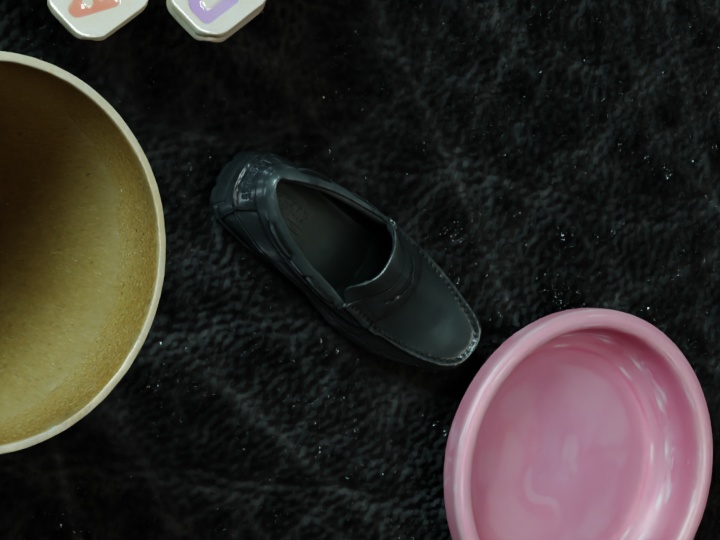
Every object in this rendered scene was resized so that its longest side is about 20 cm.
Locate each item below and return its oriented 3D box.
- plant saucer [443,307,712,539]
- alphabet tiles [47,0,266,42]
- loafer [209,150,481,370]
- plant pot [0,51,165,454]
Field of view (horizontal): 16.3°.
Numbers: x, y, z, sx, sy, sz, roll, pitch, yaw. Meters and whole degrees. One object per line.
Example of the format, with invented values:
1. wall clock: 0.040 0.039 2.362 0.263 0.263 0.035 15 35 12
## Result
1. plant saucer: 0.129 0.121 1.559 0.200 0.051 0.201 -4 98 -33
2. alphabet tiles: -0.111 -0.216 1.327 0.196 0.015 0.200 -40 82 -23
3. loafer: 0.000 0.000 1.451 0.201 0.070 0.068 37 76 -30
4. plant pot: -0.223 -0.014 1.228 0.186 0.200 0.186 -3 96 -32
